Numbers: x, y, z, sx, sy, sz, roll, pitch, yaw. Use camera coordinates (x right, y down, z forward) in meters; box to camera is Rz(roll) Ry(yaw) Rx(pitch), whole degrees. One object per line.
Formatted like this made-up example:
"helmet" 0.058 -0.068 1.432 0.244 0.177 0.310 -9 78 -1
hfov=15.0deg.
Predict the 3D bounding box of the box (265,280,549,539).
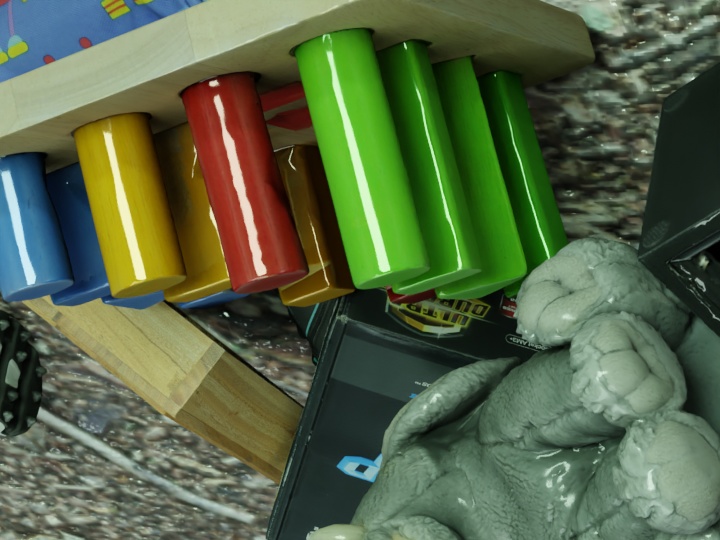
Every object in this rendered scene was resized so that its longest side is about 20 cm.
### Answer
"box" 0.073 0.077 1.093 0.199 0.046 0.159 17 140 -2

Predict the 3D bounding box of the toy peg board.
"toy peg board" -0.031 -0.022 0.948 0.198 0.098 0.200 -19 170 23

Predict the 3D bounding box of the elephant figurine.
"elephant figurine" 0.049 0.084 0.961 0.155 0.142 0.200 30 128 -34

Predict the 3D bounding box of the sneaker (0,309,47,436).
"sneaker" -0.220 0.015 1.224 0.090 0.067 0.200 -3 147 20

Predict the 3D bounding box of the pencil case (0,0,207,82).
"pencil case" -0.098 -0.084 1.012 0.087 0.078 0.200 42 140 -22

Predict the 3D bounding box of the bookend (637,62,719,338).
"bookend" 0.233 -0.015 0.917 0.198 0.092 0.200 -32 117 34

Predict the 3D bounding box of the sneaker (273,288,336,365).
"sneaker" 0.000 0.000 1.132 0.079 0.076 0.200 19 142 14

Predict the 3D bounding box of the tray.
"tray" -0.076 0.037 1.130 0.099 0.037 0.200 37 178 18
